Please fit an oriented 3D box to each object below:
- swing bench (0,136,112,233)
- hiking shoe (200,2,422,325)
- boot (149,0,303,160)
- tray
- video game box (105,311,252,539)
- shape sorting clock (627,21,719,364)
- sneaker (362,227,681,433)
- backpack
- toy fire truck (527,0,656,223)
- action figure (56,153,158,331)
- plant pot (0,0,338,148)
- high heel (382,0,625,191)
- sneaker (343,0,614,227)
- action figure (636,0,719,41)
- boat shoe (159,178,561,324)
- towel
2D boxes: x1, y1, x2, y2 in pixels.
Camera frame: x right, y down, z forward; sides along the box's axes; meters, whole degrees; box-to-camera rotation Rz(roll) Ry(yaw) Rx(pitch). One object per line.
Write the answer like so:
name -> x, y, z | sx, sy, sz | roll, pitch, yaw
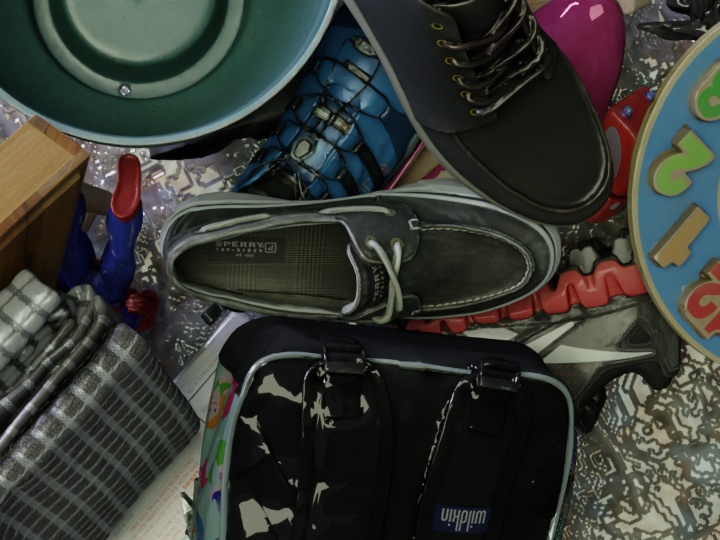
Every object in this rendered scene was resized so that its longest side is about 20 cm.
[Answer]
swing bench -> -0.256, 0.010, 1.030 | 0.130, 0.200, 0.199 | 30, 94, 10
hiking shoe -> -0.016, -0.057, 1.008 | 0.074, 0.087, 0.200 | 30, 119, 10
boot -> -0.124, -0.157, 1.083 | 0.164, 0.066, 0.201 | -14, 90, 12
tray -> -0.185, 0.025, 0.927 | 0.037, 0.200, 0.099 | 34, 52, 9
video game box -> -0.060, 0.153, 1.042 | 0.182, 0.047, 0.200 | 39, 78, 11
shape sorting clock -> 0.228, -0.041, 0.983 | 0.199, 0.039, 0.201 | -4, 106, -14
sneaker -> 0.079, 0.047, 1.030 | 0.200, 0.071, 0.098 | -16, 94, 16
backpack -> 0.003, 0.127, 0.938 | 0.177, 0.151, 0.201 | 5, 96, -12
toy fire truck -> 0.102, -0.138, 1.008 | 0.200, 0.049, 0.141 | 48, 130, 9
action figure -> -0.139, 0.003, 1.018 | 0.065, 0.200, 0.052 | 8, 65, 1
plant pot -> -0.111, -0.151, 0.975 | 0.200, 0.134, 0.201 | 1, 84, -5
high heel -> 0.056, -0.059, 0.981 | 0.067, 0.096, 0.200 | 49, 130, 7
sneaker -> 0.056, -0.094, 0.885 | 0.075, 0.106, 0.200 | -42, 106, -5
action figure -> 0.196, -0.187, 1.000 | 0.118, 0.102, 0.201 | -6, 85, 3
boat shoe -> 0.000, 0.000, 0.953 | 0.199, 0.071, 0.072 | -2, 112, 1
towel -> -0.160, 0.097, 0.932 | 0.086, 0.200, 0.166 | 40, 80, 12
